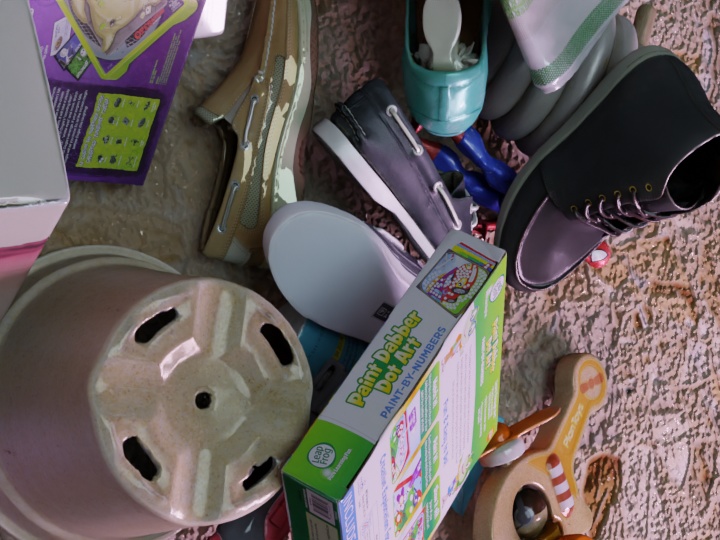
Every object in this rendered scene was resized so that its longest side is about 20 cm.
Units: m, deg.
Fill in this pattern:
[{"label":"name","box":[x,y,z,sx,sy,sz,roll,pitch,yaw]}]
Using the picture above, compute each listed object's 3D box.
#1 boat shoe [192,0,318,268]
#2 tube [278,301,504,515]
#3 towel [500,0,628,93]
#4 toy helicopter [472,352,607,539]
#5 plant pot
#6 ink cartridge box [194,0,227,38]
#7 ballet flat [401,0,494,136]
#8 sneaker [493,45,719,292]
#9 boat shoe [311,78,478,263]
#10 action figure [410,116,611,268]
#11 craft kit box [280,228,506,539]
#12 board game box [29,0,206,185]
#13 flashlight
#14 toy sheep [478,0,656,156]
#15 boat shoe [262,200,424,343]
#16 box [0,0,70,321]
[{"label":"boat shoe","box":[-0.074,-0.104,1.024,0.075,0.072,0.202,5,83,-17]},{"label":"tube","box":[0.017,0.091,1.074,0.199,0.050,0.078,36,76,-28]},{"label":"towel","box":[0.121,-0.236,0.991,0.149,0.030,0.201,-52,129,-40]},{"label":"toy helicopter","box":[0.130,0.136,1.118,0.132,0.078,0.201,46,52,-25]},{"label":"plant pot","box":[-0.124,0.078,0.911,0.199,0.183,0.203,2,85,-29]},{"label":"ink cartridge box","box":[-0.179,-0.199,0.941,0.198,0.067,0.118,-12,128,-30]},{"label":"ballet flat","box":[0.060,-0.187,1.039,0.067,0.071,0.202,1,58,0]},{"label":"sneaker","box":[0.167,-0.046,1.043,0.074,0.107,0.201,17,119,-32]},{"label":"boat shoe","box":[0.048,-0.047,1.058,0.060,0.076,0.200,-42,128,1]},{"label":"action figure","box":[0.106,-0.054,1.123,0.199,0.065,0.052,27,51,-24]},{"label":"craft kit box","box":[0.026,0.109,0.953,0.048,0.201,0.198,26,57,21]},{"label":"board game box","box":[-0.157,-0.146,0.927,0.119,0.032,0.201,0,124,-41]},{"label":"flashlight","box":[-0.048,0.158,0.981,0.200,0.068,0.068,-51,138,-16]},{"label":"toy sheep","box":[0.141,-0.146,1.116,0.198,0.138,0.139,21,75,-11]},{"label":"boat shoe","box":[0.000,0.000,1.032,0.072,0.068,0.199,-48,134,13]},{"label":"box","box":[-0.242,-0.044,0.829,0.108,0.200,0.129,-4,67,-30]}]
